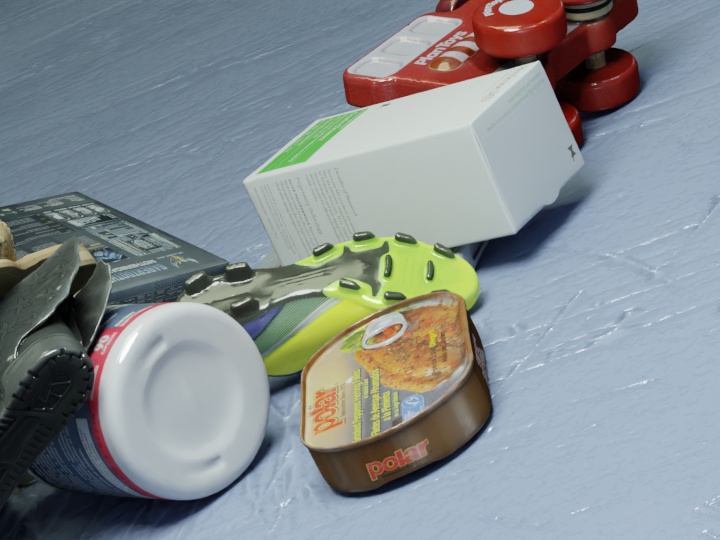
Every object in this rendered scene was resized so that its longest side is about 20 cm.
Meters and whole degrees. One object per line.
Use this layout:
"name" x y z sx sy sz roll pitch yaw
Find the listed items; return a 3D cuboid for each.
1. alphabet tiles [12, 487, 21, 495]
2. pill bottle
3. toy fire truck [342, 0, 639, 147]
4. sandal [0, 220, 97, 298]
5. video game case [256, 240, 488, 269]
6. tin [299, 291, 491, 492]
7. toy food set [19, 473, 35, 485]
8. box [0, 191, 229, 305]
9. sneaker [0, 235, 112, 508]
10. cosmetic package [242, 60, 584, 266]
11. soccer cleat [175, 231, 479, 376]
"alphabet tiles" -0.306 0.114 1.680 0.200 0.166 0.006 167 123 -75
"pill bottle" -0.159 0.081 1.625 0.119 0.120 0.200 -38 20 -32
"toy fire truck" 0.103 -0.167 1.883 0.167 0.113 0.200 13 38 35
"sandal" -0.241 -0.004 1.593 0.078 0.070 0.212 -46 -12 20
"video game case" 0.000 0.000 1.787 0.199 0.022 0.182 -18 19 24
"tin" 0.020 0.071 1.529 0.111 0.042 0.200 -21 18 7
"toy food set" -0.296 0.075 1.793 0.200 0.144 0.060 -4 36 52
"box" -0.215 0.005 1.830 0.157 0.051 0.200 23 24 31
"sneaker" -0.220 0.075 1.545 0.200 0.060 0.104 -45 33 5
"cosmetic package" 0.036 -0.065 1.744 0.199 0.085 0.108 -14 19 37
"soccer cleat" -0.021 0.028 1.666 0.199 0.084 0.065 -9 47 3
